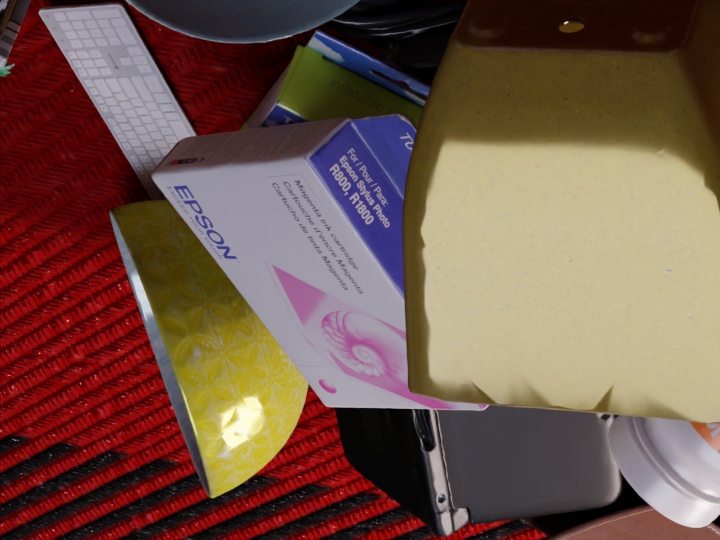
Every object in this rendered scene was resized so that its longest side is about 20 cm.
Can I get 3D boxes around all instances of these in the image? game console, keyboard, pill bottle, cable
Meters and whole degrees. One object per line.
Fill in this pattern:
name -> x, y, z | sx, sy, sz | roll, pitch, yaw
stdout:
game console -> 0.066, 0.061, 1.868 | 0.176, 0.116, 0.200 | 34, 143, 47
keyboard -> -0.138, -0.102, 1.791 | 0.056, 0.011, 0.200 | 3, 147, 23
pill bottle -> 0.242, 0.058, 1.683 | 0.113, 0.113, 0.200 | 31, 119, -22
cable -> 0.045, -0.171, 1.552 | 0.200, 0.051, 0.163 | -8, 136, 45

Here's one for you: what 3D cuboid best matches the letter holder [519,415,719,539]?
letter holder -> 0.169, 0.145, 1.949 | 0.142, 0.101, 0.200 | 32, 147, -20

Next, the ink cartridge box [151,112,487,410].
ink cartridge box -> 0.000, 0.000, 1.654 | 0.200, 0.043, 0.197 | -2, 131, 50

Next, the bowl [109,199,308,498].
bowl -> -0.081, 0.036, 1.855 | 0.107, 0.200, 0.200 | -20, 147, -7

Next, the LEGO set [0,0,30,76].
LEGO set -> -0.276, -0.162, 1.658 | 0.200, 0.116, 0.154 | 33, 147, -24

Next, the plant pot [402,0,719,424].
plant pot -> 0.126, -0.066, 1.449 | 0.194, 0.196, 0.200 | 4, 129, 18

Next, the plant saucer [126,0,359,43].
plant saucer -> -0.055, -0.215, 1.443 | 0.201, 0.201, 0.039 | 40, -175, -33

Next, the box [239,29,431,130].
box -> -0.005, -0.070, 1.692 | 0.122, 0.048, 0.200 | 26, 163, -7
